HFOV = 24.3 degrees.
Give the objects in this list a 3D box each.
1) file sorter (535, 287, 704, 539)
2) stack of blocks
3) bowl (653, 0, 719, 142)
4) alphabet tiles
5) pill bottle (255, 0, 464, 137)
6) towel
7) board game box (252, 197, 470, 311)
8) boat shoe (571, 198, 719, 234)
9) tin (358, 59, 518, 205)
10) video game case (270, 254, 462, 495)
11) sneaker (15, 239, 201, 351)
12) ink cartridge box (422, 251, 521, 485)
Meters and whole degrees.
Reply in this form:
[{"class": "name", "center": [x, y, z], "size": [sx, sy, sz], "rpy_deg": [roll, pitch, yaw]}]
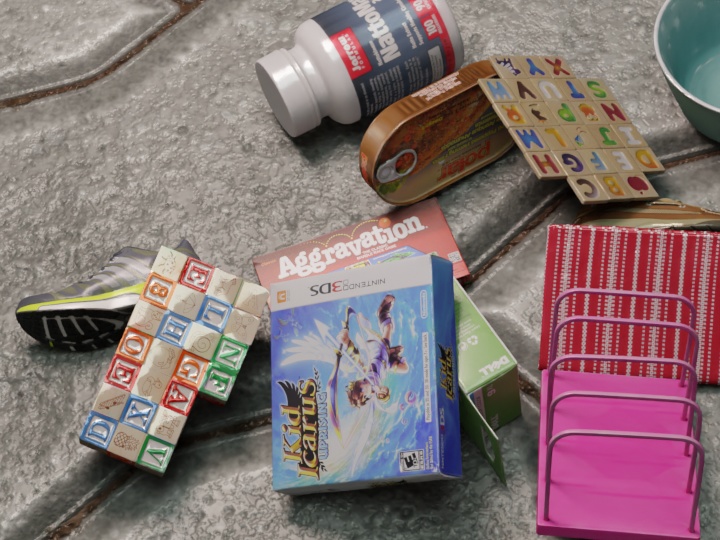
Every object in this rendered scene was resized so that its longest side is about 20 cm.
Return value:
[{"class": "file sorter", "center": [0.230, 0.122, 1.466], "size": [0.139, 0.126, 0.200], "rpy_deg": [4, 39, 5]}, {"class": "stack of blocks", "center": [-0.175, 0.092, 1.587], "size": [0.115, 0.059, 0.200], "rpy_deg": [23, 76, -3]}, {"class": "bowl", "center": [0.398, -0.206, 1.708], "size": [0.200, 0.105, 0.201], "rpy_deg": [-3, 58, 5]}, {"class": "alphabet tiles", "center": [0.209, -0.142, 1.652], "size": [0.166, 0.006, 0.200], "rpy_deg": [-4, 52, -35]}, {"class": "pill bottle", "center": [-0.003, -0.224, 1.764], "size": [0.200, 0.120, 0.120], "rpy_deg": [-29, 59, -10]}, {"class": "towel", "center": [0.272, 0.032, 1.585], "size": [0.200, 0.022, 0.145], "rpy_deg": [4, 88, 5]}, {"class": "board game box", "center": [0.000, 0.000, 1.682], "size": [0.200, 0.019, 0.103], "rpy_deg": [-19, 56, -5]}, {"class": "boat shoe", "center": [0.304, -0.040, 1.637], "size": [0.200, 0.076, 0.074], "rpy_deg": [3, 42, 5]}, {"class": "tin", "center": [0.086, -0.141, 1.698], "size": [0.200, 0.112, 0.042], "rpy_deg": [-28, 44, -20]}, {"class": "video game case", "center": [0.001, 0.098, 1.529], "size": [0.181, 0.045, 0.200], "rpy_deg": [-11, 73, 33]}, {"class": "sneaker", "center": [-0.246, 0.023, 1.677], "size": [0.200, 0.074, 0.081], "rpy_deg": [-10, 50, -8]}, {"class": "ink cartridge box", "center": [0.101, 0.091, 1.561], "size": [0.059, 0.104, 0.200], "rpy_deg": [-29, 59, -10]}]
